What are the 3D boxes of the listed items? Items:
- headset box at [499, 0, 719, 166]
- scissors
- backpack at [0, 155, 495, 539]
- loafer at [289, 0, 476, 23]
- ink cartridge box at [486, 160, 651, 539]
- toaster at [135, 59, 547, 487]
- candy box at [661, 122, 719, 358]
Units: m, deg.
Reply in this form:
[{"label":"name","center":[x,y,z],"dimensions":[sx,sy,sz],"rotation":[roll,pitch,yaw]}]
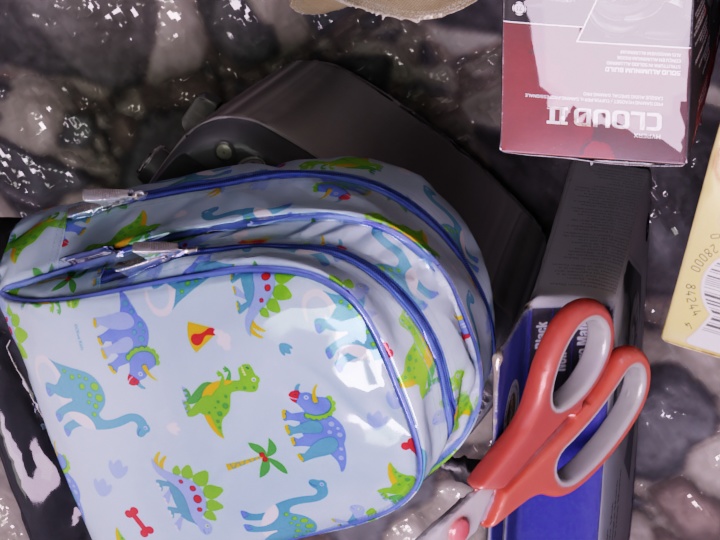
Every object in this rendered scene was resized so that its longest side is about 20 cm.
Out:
[{"label":"headset box","center":[0.101,-0.142,1.082],"dimensions":[0.077,0.149,0.201],"rotation":[6,115,11]},{"label":"scissors","center":[0.045,0.093,1.039],"dimensions":[0.014,0.200,0.073],"rotation":[21,151,36]},{"label":"backpack","center":[-0.045,0.037,1.072],"dimensions":[0.199,0.154,0.164],"rotation":[-16,103,4]},{"label":"loafer","center":[0.000,-0.137,1.115],"dimensions":[0.076,0.200,0.068],"rotation":[-36,124,-12]},{"label":"ink cartridge box","center":[0.087,0.081,1.156],"dimensions":[0.040,0.200,0.201],"rotation":[6,115,11]},{"label":"toaster","center":[0.000,0.000,1.183],"dimensions":[0.200,0.129,0.114],"rotation":[36,118,-2]},{"label":"candy box","center":[0.174,-0.075,1.111],"dimensions":[0.056,0.117,0.201],"rotation":[15,117,8]}]
